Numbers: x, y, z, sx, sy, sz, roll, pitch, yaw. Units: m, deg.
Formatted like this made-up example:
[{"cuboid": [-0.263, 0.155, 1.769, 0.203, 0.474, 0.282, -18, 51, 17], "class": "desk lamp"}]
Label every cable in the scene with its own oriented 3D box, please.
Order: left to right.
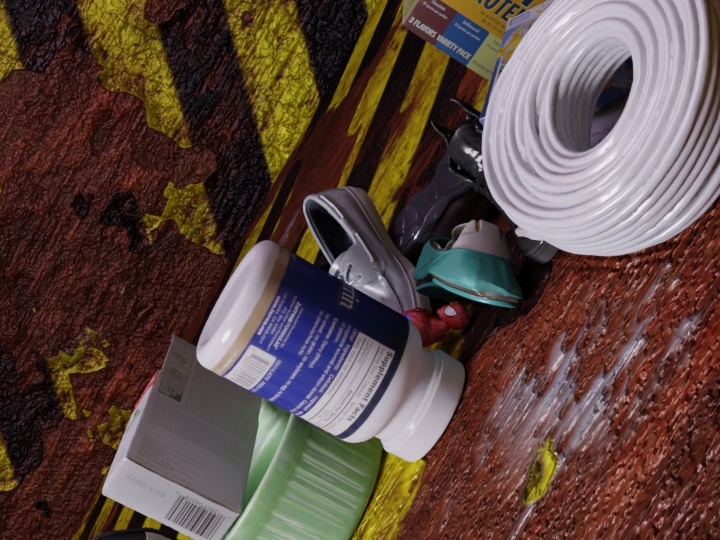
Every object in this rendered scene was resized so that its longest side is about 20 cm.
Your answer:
[{"cuboid": [0.164, -0.108, 0.747, 0.200, 0.069, 0.200, 21, 92, 59], "class": "cable"}]

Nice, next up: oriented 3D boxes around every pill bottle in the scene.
[{"cuboid": [-0.022, 0.070, 0.939, 0.116, 0.200, 0.116, -55, 14, 21], "class": "pill bottle"}]

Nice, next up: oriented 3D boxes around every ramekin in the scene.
[{"cuboid": [-0.063, 0.197, 1.061, 0.200, 0.098, 0.200, -56, 13, 20], "class": "ramekin"}]

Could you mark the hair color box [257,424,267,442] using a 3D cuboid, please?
[{"cuboid": [-0.105, 0.187, 1.215, 0.064, 0.111, 0.200, 36, 98, 33], "class": "hair color box"}]

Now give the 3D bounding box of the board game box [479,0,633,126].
[{"cuboid": [0.190, -0.182, 0.877, 0.200, 0.034, 0.135, -22, 35, 37], "class": "board game box"}]

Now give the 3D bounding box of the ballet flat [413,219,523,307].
[{"cuboid": [0.089, -0.009, 0.966, 0.200, 0.067, 0.070, -176, 101, -79], "class": "ballet flat"}]

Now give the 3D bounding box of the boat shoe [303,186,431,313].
[{"cuboid": [0.000, -0.001, 1.116, 0.201, 0.071, 0.070, 61, 143, 33], "class": "boat shoe"}]

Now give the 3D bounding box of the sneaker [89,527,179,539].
[{"cuboid": [-0.167, 0.298, 1.044, 0.074, 0.200, 0.089, -52, 33, 14], "class": "sneaker"}]

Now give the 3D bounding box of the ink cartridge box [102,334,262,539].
[{"cuboid": [-0.152, 0.148, 1.039, 0.050, 0.109, 0.200, -55, 13, 24], "class": "ink cartridge box"}]

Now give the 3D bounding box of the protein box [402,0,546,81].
[{"cuboid": [0.158, -0.360, 1.356, 0.199, 0.135, 0.200, -55, 13, 24], "class": "protein box"}]

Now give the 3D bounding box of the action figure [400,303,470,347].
[{"cuboid": [0.006, 0.054, 1.039, 0.065, 0.200, 0.052, -8, -89, -62], "class": "action figure"}]

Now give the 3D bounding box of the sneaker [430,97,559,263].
[{"cuboid": [0.113, -0.080, 0.955, 0.060, 0.104, 0.200, -55, 13, 23], "class": "sneaker"}]

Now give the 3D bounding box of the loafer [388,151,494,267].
[{"cuboid": [0.102, -0.074, 1.109, 0.200, 0.063, 0.072, -49, 33, 34], "class": "loafer"}]

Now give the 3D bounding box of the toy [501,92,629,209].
[{"cuboid": [0.176, -0.126, 0.912, 0.115, 0.047, 0.200, -24, 34, 33], "class": "toy"}]

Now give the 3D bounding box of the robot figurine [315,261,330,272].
[{"cuboid": [-0.072, 0.070, 1.294, 0.200, 0.058, 0.145, -18, -54, -55], "class": "robot figurine"}]
